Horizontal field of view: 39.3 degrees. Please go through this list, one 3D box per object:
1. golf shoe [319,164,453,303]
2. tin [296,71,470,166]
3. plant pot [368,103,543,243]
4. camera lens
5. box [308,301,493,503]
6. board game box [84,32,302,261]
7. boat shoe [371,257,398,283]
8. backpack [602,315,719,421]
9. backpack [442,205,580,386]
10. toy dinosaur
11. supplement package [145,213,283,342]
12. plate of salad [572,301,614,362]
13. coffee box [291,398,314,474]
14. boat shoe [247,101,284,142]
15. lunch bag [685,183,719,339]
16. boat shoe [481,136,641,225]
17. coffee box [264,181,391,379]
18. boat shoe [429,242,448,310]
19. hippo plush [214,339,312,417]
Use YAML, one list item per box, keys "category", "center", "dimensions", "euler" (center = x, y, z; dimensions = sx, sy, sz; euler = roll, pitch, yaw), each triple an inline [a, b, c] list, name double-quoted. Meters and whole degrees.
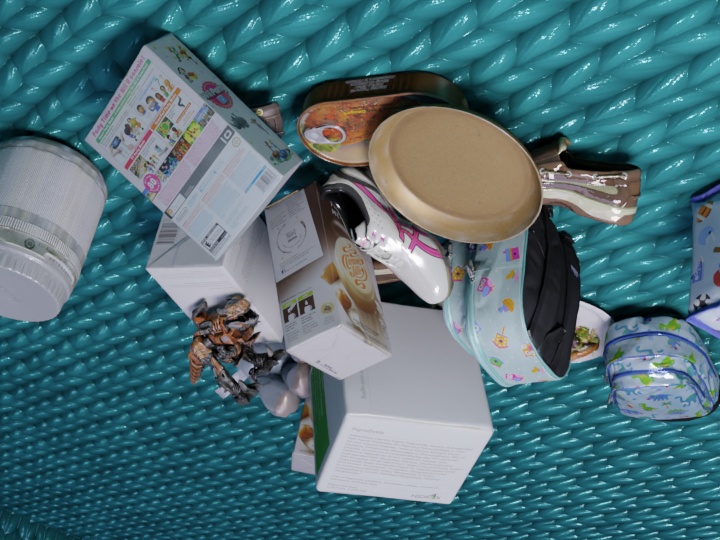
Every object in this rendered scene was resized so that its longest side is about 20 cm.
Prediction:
- category: "golf shoe"
  center: [0.028, -0.036, 1.191]
  dimensions: [0.201, 0.092, 0.073]
  euler: [52, 139, 4]
- category: "tin"
  center: [0.026, -0.166, 1.121]
  dimensions: [0.198, 0.042, 0.112]
  euler: [-2, 143, 21]
- category: "plant pot"
  center: [0.105, -0.108, 1.096]
  dimensions: [0.198, 0.028, 0.201]
  euler: [18, 145, 13]
- category: "camera lens"
  center: [-0.423, -0.057, 1.292]
  dimensions: [0.158, 0.202, 0.161]
  euler: [8, 149, 5]
- category: "box"
  center: [0.046, 0.172, 1.333]
  dimensions: [0.198, 0.200, 0.172]
  euler: [9, 134, -15]
- category: "board game box"
  center: [-0.183, -0.133, 1.103]
  dimensions: [0.200, 0.064, 0.148]
  euler: [43, 122, -3]
- category: "boat shoe"
  center: [0.003, -0.004, 1.340]
  dimensions: [0.200, 0.075, 0.075]
  euler: [4, 132, 34]
- category: "backpack"
  center: [0.414, 0.138, 1.409]
  dimensions: [0.161, 0.155, 0.201]
  euler: [0, 137, 25]
- category: "backpack"
  center: [0.186, 0.039, 1.228]
  dimensions: [0.152, 0.202, 0.176]
  euler: [-15, 141, 24]
- category: "toy dinosaur"
  center: [-0.180, 0.104, 1.368]
  dimensions: [0.136, 0.102, 0.200]
  euler: [41, 157, -6]
- category: "supplement package"
  center: [-0.184, 0.001, 1.385]
  dimensions: [0.118, 0.122, 0.201]
  euler: [-2, 146, 21]
- category: "plate of salad"
  center: [0.272, 0.096, 1.459]
  dimensions: [0.197, 0.049, 0.201]
  euler: [9, 150, 5]
- category: "coffee box"
  center: [-0.037, 0.225, 1.626]
  dimensions: [0.113, 0.202, 0.080]
  euler: [10, 149, 2]
- category: "boat shoe"
  center: [-0.177, -0.170, 1.162]
  dimensions: [0.198, 0.072, 0.060]
  euler: [9, 110, 26]
- category: "lunch bag"
  center: [0.466, 0.009, 1.128]
  dimensions: [0.198, 0.172, 0.124]
  euler: [23, 151, -21]
- category: "boat shoe"
  center: [0.215, -0.116, 1.127]
  dimensions: [0.200, 0.075, 0.076]
  euler: [15, 115, 7]
- category: "coffee box"
  center: [-0.040, 0.012, 1.206]
  dimensions: [0.079, 0.202, 0.114]
  euler: [-26, 146, 22]
- category: "boat shoe"
  center: [0.132, 0.029, 1.380]
  dimensions: [0.071, 0.063, 0.201]
  euler: [10, 148, 2]
- category: "hippo plush"
  center: [-0.101, 0.140, 1.532]
  dimensions: [0.199, 0.161, 0.160]
  euler: [-34, 161, 27]
